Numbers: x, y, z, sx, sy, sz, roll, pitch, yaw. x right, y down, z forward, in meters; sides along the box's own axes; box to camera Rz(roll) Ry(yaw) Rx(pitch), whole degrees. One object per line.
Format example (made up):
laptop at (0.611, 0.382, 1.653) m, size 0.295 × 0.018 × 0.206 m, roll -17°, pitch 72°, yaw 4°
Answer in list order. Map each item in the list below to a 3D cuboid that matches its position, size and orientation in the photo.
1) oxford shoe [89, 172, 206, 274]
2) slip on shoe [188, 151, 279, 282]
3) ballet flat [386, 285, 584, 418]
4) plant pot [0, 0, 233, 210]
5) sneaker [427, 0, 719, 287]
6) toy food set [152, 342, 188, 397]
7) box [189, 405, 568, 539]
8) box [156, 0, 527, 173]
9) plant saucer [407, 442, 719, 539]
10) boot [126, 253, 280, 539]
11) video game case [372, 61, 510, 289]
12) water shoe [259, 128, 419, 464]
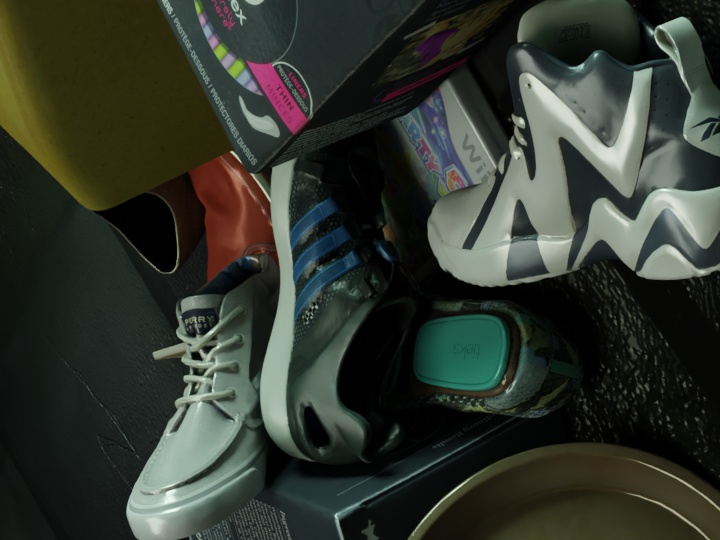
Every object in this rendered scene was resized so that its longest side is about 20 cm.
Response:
oxford shoe at (-0.155, -0.083, 1.227) m, size 0.070 × 0.075 × 0.200 m, roll -21°, pitch 125°, yaw 29°
slip on shoe at (-0.068, 0.000, 1.226) m, size 0.074 × 0.061 × 0.201 m, roll -18°, pitch 94°, yaw 64°
ballet flat at (0.045, 0.045, 1.056) m, size 0.200 × 0.074 × 0.075 m, roll 13°, pitch 123°, yaw 57°
plant pot at (-0.142, -0.155, 1.099) m, size 0.194 × 0.195 × 0.201 m, roll 40°, pitch 150°, yaw 45°
sneaker at (0.090, -0.065, 0.879) m, size 0.199 × 0.079 × 0.130 m, roll 4°, pitch 113°, yaw 59°
toy food set at (-0.072, 0.137, 1.340) m, size 0.143 × 0.060 × 0.201 m, roll -19°, pitch 95°, yaw 63°
box at (0.008, 0.131, 1.101) m, size 0.200 × 0.148 × 0.108 m, roll 10°, pitch 121°, yaw 58°
box at (0.000, -0.149, 0.917) m, size 0.123 × 0.106 × 0.200 m, roll 60°, pitch 145°, yaw 8°
plant saucer at (0.105, 0.180, 0.945) m, size 0.200 × 0.200 × 0.029 m, roll 50°, pitch 176°, yaw 27°
boot at (-0.082, 0.061, 1.058) m, size 0.073 × 0.200 × 0.096 m, roll -11°, pitch 108°, yaw 19°
video game case at (0.013, -0.067, 1.076) m, size 0.144 × 0.018 × 0.200 m, roll 61°, pitch 152°, yaw 9°
water shoe at (0.000, 0.000, 1.030) m, size 0.079 × 0.071 × 0.201 m, roll 3°, pitch 90°, yaw 38°
